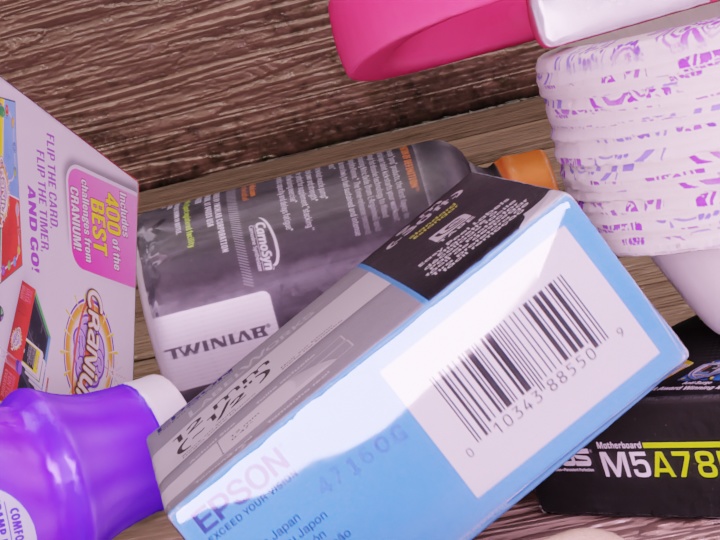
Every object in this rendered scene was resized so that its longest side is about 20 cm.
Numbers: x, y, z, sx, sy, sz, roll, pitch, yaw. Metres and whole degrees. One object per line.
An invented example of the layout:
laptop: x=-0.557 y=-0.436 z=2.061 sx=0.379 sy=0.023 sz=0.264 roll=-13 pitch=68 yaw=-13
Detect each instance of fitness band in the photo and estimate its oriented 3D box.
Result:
fitness band: x=0.088 y=-0.100 z=0.690 sx=0.200 sy=0.037 sz=0.144 roll=-15 pitch=6 yaw=-8

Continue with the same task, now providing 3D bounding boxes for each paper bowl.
paper bowl: x=0.161 y=-0.042 z=0.643 sx=0.200 sy=0.104 sz=0.201 roll=-16 pitch=8 yaw=2

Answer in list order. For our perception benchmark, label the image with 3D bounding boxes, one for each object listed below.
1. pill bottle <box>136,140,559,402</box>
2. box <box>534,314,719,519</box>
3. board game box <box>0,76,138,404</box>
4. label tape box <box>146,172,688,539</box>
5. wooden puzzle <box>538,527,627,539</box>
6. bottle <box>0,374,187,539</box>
pill bottle: x=0.000 y=0.000 z=1.007 sx=0.200 sy=0.106 sz=0.106 roll=-14 pitch=7 yaw=1
box: x=0.182 y=0.027 z=0.665 sx=0.193 sy=0.048 sz=0.200 roll=-24 pitch=11 yaw=-37
board game box: x=-0.152 y=-0.002 z=0.799 sx=0.040 sy=0.153 sz=0.200 roll=-12 pitch=-27 yaw=22
label tape box: x=0.005 y=0.036 z=0.674 sx=0.143 sy=0.066 sz=0.200 roll=-39 pitch=11 yaw=-3
wooden puzzle: x=0.026 y=0.108 z=0.406 sx=0.185 sy=0.037 sz=0.200 roll=-17 pitch=12 yaw=-21
bottle: x=-0.148 y=0.086 z=0.709 sx=0.200 sy=0.084 sz=0.065 roll=-17 pitch=29 yaw=-30
